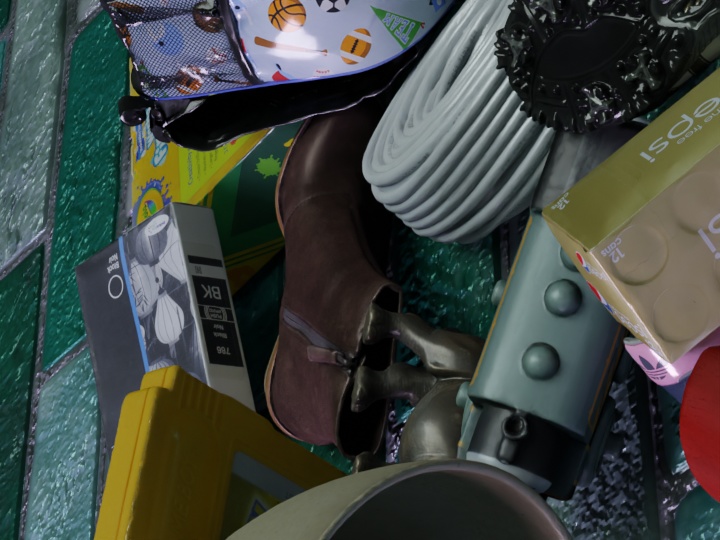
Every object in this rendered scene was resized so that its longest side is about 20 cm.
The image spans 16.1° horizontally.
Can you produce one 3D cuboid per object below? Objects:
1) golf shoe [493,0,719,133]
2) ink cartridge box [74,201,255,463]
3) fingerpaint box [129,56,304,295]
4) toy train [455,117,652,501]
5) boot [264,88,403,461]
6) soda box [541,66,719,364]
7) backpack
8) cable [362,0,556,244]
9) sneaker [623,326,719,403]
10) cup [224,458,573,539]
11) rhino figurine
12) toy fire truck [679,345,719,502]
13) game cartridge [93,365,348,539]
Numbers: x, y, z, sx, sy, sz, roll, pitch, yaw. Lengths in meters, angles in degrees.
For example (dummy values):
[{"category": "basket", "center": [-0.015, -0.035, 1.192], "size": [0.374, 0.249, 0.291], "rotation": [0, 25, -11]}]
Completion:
[{"category": "golf shoe", "center": [0.146, -0.122, 1.113], "size": [0.200, 0.094, 0.078], "rotation": [-27, 88, 44]}, {"category": "ink cartridge box", "center": [-0.110, 0.070, 1.501], "size": [0.099, 0.039, 0.201], "rotation": [-31, 64, 38]}, {"category": "fingerpaint box", "center": [-0.071, -0.104, 1.611], "size": [0.167, 0.073, 0.200], "rotation": [-43, 35, 32]}, {"category": "toy train", "center": [0.098, 0.016, 1.190], "size": [0.114, 0.085, 0.201], "rotation": [49, -119, -75]}, {"category": "boot", "center": [0.000, 0.000, 1.396], "size": [0.166, 0.072, 0.201], "rotation": [-164, 85, -72]}, {"category": "soda box", "center": [0.178, -0.054, 1.069], "size": [0.200, 0.068, 0.064], "rotation": [-39, 23, -2]}, {"category": "backpack", "center": [-0.036, -0.183, 1.441], "size": [0.190, 0.154, 0.200], "rotation": [2, 43, 22]}, {"category": "cable", "center": [0.081, -0.105, 1.321], "size": [0.200, 0.069, 0.200], "rotation": [-56, 10, 0]}, {"category": "sneaker", "center": [0.173, -0.032, 1.148], "size": [0.070, 0.082, 0.201], "rotation": [-16, 54, 54]}, {"category": "cup", "center": [-0.010, 0.180, 1.137], "size": [0.143, 0.200, 0.201], "rotation": [1, 68, 49]}, {"category": "rhino figurine", "center": [0.036, 0.115, 1.261], "size": [0.060, 0.087, 0.201], "rotation": [106, 171, -59]}, {"category": "toy fire truck", "center": [0.181, 0.016, 0.976], "size": [0.177, 0.200, 0.129], "rotation": [-64, 29, 0]}, {"category": "game cartridge", "center": [-0.053, 0.162, 1.243], "size": [0.032, 0.200, 0.177], "rotation": [-13, 56, 36]}]
